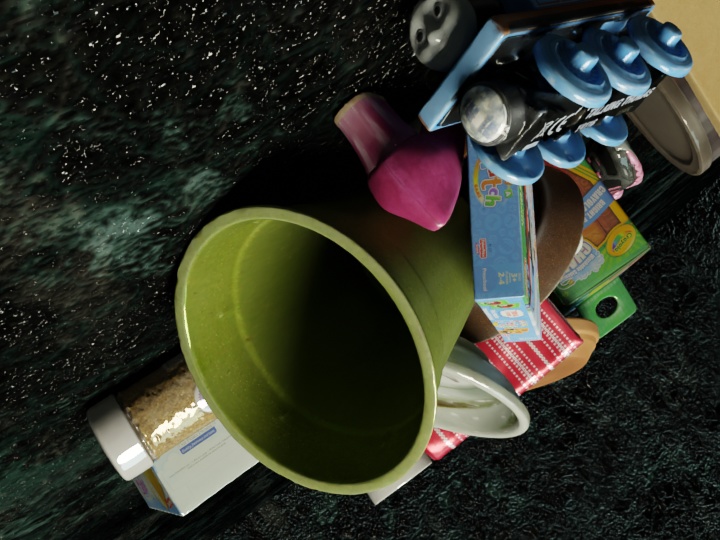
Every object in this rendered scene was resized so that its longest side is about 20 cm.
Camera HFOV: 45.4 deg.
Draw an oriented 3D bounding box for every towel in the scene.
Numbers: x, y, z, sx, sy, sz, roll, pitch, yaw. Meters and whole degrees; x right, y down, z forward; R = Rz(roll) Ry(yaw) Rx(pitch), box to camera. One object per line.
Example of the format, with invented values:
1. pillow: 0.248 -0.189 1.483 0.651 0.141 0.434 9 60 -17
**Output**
1. towel: 0.102 0.081 0.859 0.199 0.145 0.022 -41 -178 14

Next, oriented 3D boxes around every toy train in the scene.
1. toy train: 0.104 -0.122 0.486 0.198 0.115 0.087 -24 160 -44

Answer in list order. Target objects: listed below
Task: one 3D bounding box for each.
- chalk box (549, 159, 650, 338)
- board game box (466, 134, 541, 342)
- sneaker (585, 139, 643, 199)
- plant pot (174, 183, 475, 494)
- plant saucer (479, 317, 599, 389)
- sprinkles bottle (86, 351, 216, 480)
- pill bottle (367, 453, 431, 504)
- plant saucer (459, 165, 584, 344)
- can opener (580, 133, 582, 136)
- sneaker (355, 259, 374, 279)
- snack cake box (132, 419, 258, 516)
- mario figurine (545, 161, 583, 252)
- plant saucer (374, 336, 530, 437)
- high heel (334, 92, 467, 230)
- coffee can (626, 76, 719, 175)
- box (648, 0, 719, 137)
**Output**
1. chalk box: 0.239 -0.022 0.994 0.124 0.201 0.124 -33 167 -7
2. board game box: 0.106 -0.037 0.623 0.036 0.155 0.200 -4 168 13
3. sneaker: 0.304 -0.122 1.128 0.094 0.080 0.200 -24 166 0
4. plant pot: 0.002 0.018 0.616 0.200 0.200 0.190 -46 176 38
5. plant saucer: 0.170 0.104 0.952 0.196 0.038 0.201 -11 159 -4
6. sprinkles bottle: -0.131 0.094 0.735 0.198 0.069 0.068 -33 167 -16
7. pill bottle: -0.009 0.146 0.938 0.112 0.201 0.113 -33 167 -9
8. plant saucer: 0.114 -0.025 0.802 0.200 0.202 0.034 -40 123 18
9. can opener: 0.168 -0.139 0.769 0.200 0.052 0.068 4 105 -73
10. sneaker: 0.000 0.000 0.779 0.198 0.079 0.099 -31 141 25
11. snack cake box: -0.162 0.178 0.852 0.114 0.068 0.200 -33 -179 -26
12. mario figurine: 0.151 -0.031 0.911 0.202 0.123 0.106 -55 -155 -1
13. plant saucer: 0.061 0.091 0.777 0.201 0.197 0.051 107 3 -69
14. high heel: 0.059 -0.069 0.591 0.067 0.097 0.199 -41 166 18
15. coffee can: 0.295 -0.194 0.661 0.199 0.147 0.146 -38 167 8
16. box: 0.283 -0.182 0.576 0.162 0.201 0.021 -37 -168 7
